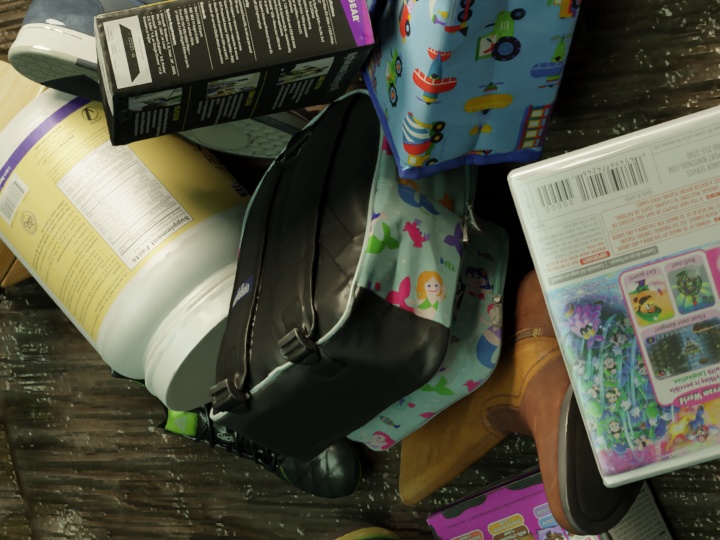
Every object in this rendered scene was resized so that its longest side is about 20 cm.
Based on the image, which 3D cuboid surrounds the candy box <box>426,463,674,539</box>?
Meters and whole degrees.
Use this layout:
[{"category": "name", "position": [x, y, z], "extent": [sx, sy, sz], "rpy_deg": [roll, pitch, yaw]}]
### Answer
[{"category": "candy box", "position": [0.142, 0.215, 1.461], "extent": [0.136, 0.061, 0.201], "rpy_deg": [-27, 87, 45]}]

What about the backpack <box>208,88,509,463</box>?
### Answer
[{"category": "backpack", "position": [0.000, 0.000, 1.429], "extent": [0.177, 0.150, 0.201], "rpy_deg": [-38, 40, 44]}]

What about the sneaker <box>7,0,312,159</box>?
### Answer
[{"category": "sneaker", "position": [-0.108, -0.165, 1.528], "extent": [0.202, 0.147, 0.077], "rpy_deg": [21, 157, -12]}]

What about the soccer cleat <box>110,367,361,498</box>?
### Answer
[{"category": "soccer cleat", "position": [-0.086, 0.101, 1.611], "extent": [0.200, 0.081, 0.068], "rpy_deg": [33, 127, 29]}]

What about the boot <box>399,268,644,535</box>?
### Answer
[{"category": "boot", "position": [0.080, 0.096, 1.414], "extent": [0.200, 0.068, 0.189], "rpy_deg": [-34, 51, 44]}]

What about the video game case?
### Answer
[{"category": "video game case", "position": [0.200, 0.005, 1.279], "extent": [0.199, 0.024, 0.183], "rpy_deg": [-17, 96, 12]}]

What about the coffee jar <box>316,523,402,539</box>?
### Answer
[{"category": "coffee jar", "position": [0.021, 0.229, 1.510], "extent": [0.105, 0.085, 0.200], "rpy_deg": [70, 166, -14]}]

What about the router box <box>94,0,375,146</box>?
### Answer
[{"category": "router box", "position": [-0.077, -0.121, 1.374], "extent": [0.200, 0.148, 0.051], "rpy_deg": [144, 115, -82]}]

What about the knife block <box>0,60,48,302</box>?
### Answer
[{"category": "knife block", "position": [-0.292, -0.032, 1.680], "extent": [0.064, 0.175, 0.201], "rpy_deg": [22, 120, 34]}]

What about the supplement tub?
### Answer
[{"category": "supplement tub", "position": [-0.143, -0.021, 1.568], "extent": [0.200, 0.145, 0.146], "rpy_deg": [47, 132, 17]}]

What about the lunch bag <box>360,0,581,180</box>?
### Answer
[{"category": "lunch bag", "position": [0.041, -0.178, 1.369], "extent": [0.151, 0.094, 0.200], "rpy_deg": [102, 151, -43]}]
